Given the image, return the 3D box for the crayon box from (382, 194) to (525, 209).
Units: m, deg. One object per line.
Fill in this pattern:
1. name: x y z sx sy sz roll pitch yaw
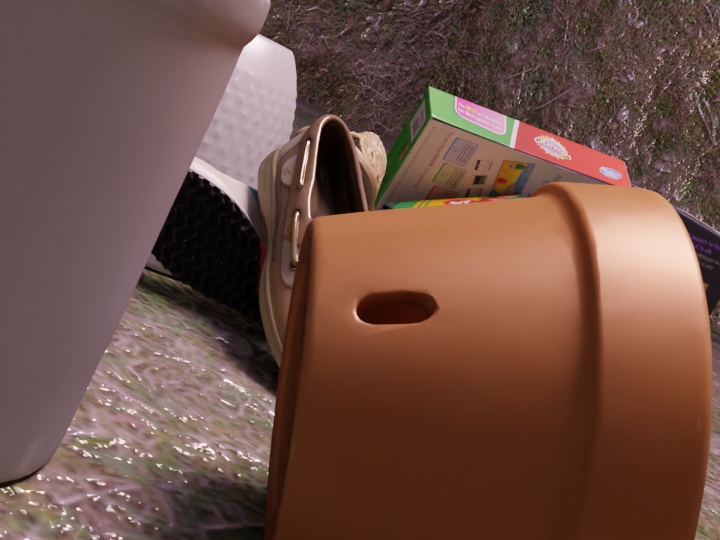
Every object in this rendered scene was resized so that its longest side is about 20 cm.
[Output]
1. crayon box: 0.100 -0.014 0.855 0.125 0.052 0.200 -4 16 -13

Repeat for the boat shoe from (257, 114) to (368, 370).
1. boat shoe: -0.021 -0.006 0.689 0.071 0.064 0.203 13 53 -39

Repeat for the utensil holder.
1. utensil holder: -0.148 -0.047 0.419 0.168 0.202 0.170 24 10 -5

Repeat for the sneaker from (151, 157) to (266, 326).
1. sneaker: -0.074 -0.020 0.773 0.199 0.071 0.094 35 19 -17

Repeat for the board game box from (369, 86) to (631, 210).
1. board game box: 0.115 -0.063 0.987 0.197 0.154 0.041 18 44 -18

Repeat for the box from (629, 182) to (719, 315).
1. box: 0.248 0.030 1.053 0.105 0.202 0.122 26 9 -23

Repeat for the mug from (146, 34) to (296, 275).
1. mug: -0.122 -0.105 0.857 0.146 0.177 0.200 27 10 4

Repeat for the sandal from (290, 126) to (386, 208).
1. sandal: -0.015 -0.084 0.876 0.078 0.069 0.211 54 -21 -4

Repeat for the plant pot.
1. plant pot: 0.037 0.057 0.458 0.138 0.204 0.200 8 12 -6
